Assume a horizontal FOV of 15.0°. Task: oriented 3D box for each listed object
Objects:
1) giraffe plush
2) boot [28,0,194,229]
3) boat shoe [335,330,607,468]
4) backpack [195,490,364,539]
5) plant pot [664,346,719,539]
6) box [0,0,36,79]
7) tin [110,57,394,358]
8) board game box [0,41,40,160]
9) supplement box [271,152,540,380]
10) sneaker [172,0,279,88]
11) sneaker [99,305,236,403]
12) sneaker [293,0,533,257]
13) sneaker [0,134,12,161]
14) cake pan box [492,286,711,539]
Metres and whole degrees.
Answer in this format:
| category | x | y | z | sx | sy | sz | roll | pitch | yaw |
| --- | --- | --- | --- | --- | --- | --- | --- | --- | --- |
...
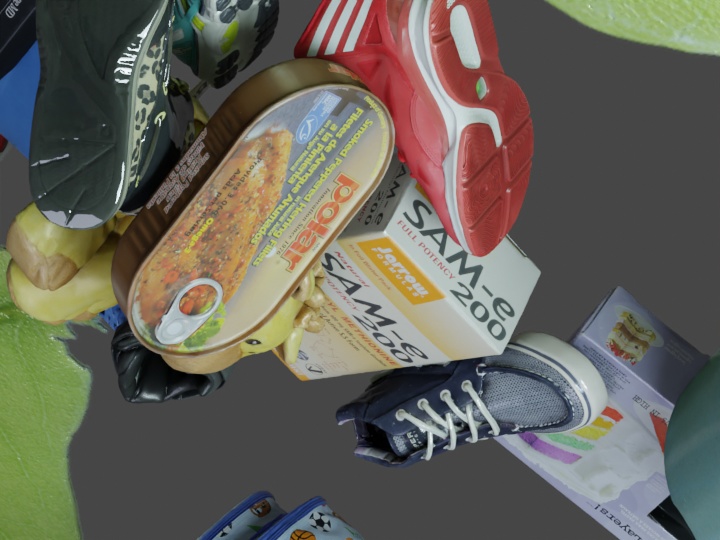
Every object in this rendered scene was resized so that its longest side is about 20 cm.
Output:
| category | x | y | z | sx | sy | sz | roll | pitch | yaw |
| --- | --- | --- | --- | --- | --- | --- | --- | --- | --- |
| giraffe plush | -0.101 | -0.005 | 1.699 | 0.162 | 0.200 | 0.173 | 47 | -171 | 12 |
| boot | -0.134 | -0.124 | 1.557 | 0.073 | 0.205 | 0.154 | 10 | -179 | 9 |
| boat shoe | 0.069 | 0.092 | 1.766 | 0.200 | 0.093 | 0.075 | -3 | 121 | 56 |
| backpack | -0.069 | 0.261 | 2.145 | 0.154 | 0.200 | 0.191 | 41 | 147 | 4 |
| plant pot | 0.276 | 0.091 | 1.584 | 0.200 | 0.201 | 0.196 | 30 | 159 | -2 |
| box | -0.246 | -0.193 | 1.646 | 0.141 | 0.079 | 0.200 | 49 | 145 | -2 |
| tin | -0.063 | -0.035 | 1.568 | 0.112 | 0.200 | 0.042 | 24 | -158 | -41 |
| board game box | -0.208 | -0.146 | 1.757 | 0.200 | 0.039 | 0.158 | 42 | 144 | 6 |
| supplement box | 0.000 | 0.000 | 1.776 | 0.199 | 0.074 | 0.126 | -11 | 133 | 48 |
| sneaker | -0.090 | -0.180 | 1.584 | 0.080 | 0.078 | 0.200 | 37 | 150 | 10 |
| sneaker | -0.164 | 0.034 | 1.928 | 0.199 | 0.112 | 0.077 | 12 | 147 | 27 |
| sneaker | 0.030 | -0.102 | 1.613 | 0.115 | 0.078 | 0.201 | 19 | 138 | 33 |
| sneaker | -0.321 | -0.133 | 1.833 | 0.200 | 0.085 | 0.077 | 34 | 149 | -9 |
| cake pan box | 0.201 | 0.121 | 1.790 | 0.200 | 0.052 | 0.184 | 39 | 152 | 1 |
